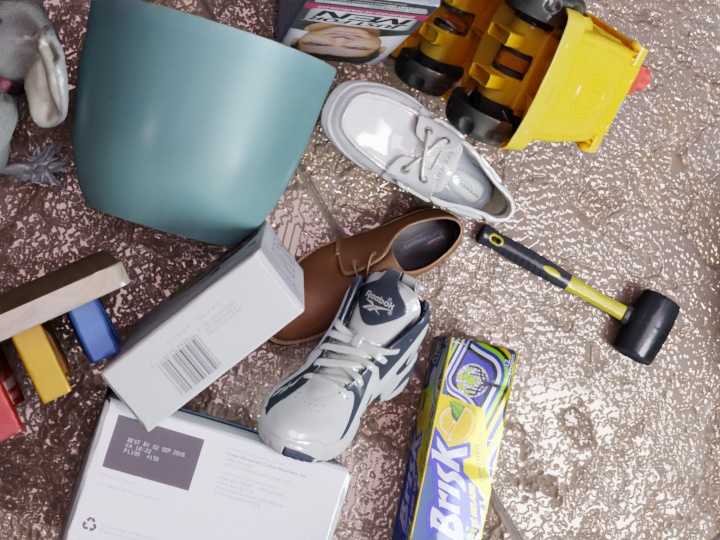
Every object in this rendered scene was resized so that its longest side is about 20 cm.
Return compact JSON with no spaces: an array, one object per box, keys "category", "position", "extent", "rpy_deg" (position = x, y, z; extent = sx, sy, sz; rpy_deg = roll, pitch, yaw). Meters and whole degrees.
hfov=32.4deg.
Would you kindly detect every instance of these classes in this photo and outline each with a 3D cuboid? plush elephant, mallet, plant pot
[{"category":"plush elephant","position":[-0.299,-0.153,0.961],"extent":[0.200,0.165,0.155],"rpy_deg":[10,110,-35]},{"category":"mallet","position":[0.191,0.023,1.127],"extent":[0.200,0.041,0.066],"rpy_deg":[22,86,-6]},{"category":"plant pot","position":[-0.136,-0.111,0.984],"extent":[0.200,0.201,0.161],"rpy_deg":[15,94,-11]}]

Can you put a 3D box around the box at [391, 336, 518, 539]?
[{"category":"box","position":[0.080,0.160,1.076],"extent":[0.064,0.070,0.200],"rpy_deg":[12,85,-9]}]

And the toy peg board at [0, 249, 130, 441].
[{"category":"toy peg board","position":[-0.262,0.071,0.944],"extent":[0.199,0.200,0.098],"rpy_deg":[-24,100,-12]}]

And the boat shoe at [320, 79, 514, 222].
[{"category":"boat shoe","position":[0.057,-0.095,1.021],"extent":[0.200,0.069,0.071],"rpy_deg":[25,97,-37]}]

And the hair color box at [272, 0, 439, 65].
[{"category":"hair color box","position":[-0.008,-0.221,1.006],"extent":[0.099,0.200,0.061],"rpy_deg":[4,86,-12]}]

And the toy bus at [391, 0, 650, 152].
[{"category":"toy bus","position":[0.151,-0.191,1.070],"extent":[0.192,0.200,0.136],"rpy_deg":[3,121,-39]}]

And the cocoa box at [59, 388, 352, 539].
[{"category":"cocoa box","position":[-0.129,0.186,0.998],"extent":[0.200,0.131,0.134],"rpy_deg":[18,85,-11]}]

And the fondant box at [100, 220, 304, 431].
[{"category":"fondant box","position":[-0.115,0.036,0.959],"extent":[0.144,0.200,0.058],"rpy_deg":[-38,99,3]}]

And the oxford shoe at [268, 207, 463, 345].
[{"category":"oxford shoe","position":[0.000,0.000,1.067],"extent":[0.200,0.071,0.071],"rpy_deg":[-31,96,-10]}]

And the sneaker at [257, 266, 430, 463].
[{"category":"sneaker","position":[-0.005,0.062,0.988],"extent":[0.079,0.199,0.130],"rpy_deg":[31,121,25]}]
